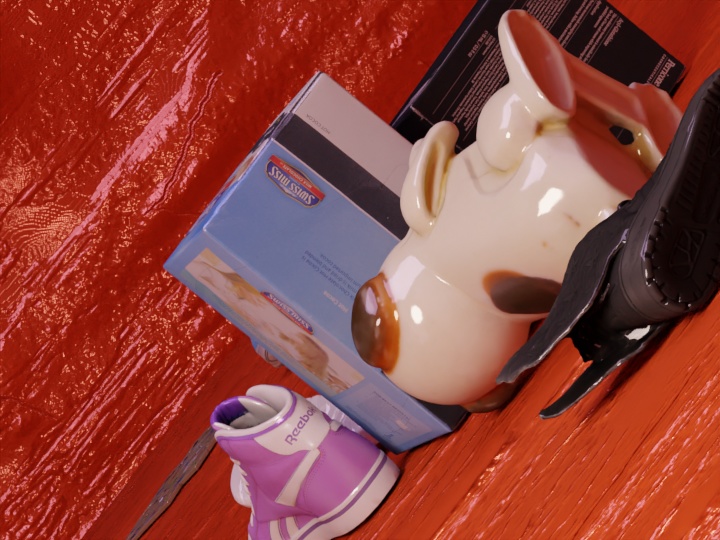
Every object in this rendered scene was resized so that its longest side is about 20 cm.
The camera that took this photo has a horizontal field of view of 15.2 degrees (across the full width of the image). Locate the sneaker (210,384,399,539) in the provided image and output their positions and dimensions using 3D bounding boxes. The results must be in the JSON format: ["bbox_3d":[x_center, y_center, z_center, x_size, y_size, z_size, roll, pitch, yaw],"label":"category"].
[{"bbox_3d":[-0.054,0.127,1.754,0.073,0.114,0.200,-55,5,-29],"label":"sneaker"}]

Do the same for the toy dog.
[{"bbox_3d":[0.087,-0.007,1.501,0.200,0.139,0.195,-46,43,31],"label":"toy dog"}]

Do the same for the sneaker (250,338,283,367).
[{"bbox_3d":[-0.071,0.049,2.732,0.072,0.072,0.200,-51,6,-23],"label":"sneaker"}]

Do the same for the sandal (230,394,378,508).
[{"bbox_3d":[-0.016,0.122,1.857,0.202,0.050,0.083,-29,33,42],"label":"sandal"}]

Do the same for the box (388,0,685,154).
[{"bbox_3d":[0.111,-0.103,1.788,0.200,0.141,0.079,-55,4,-41],"label":"box"}]

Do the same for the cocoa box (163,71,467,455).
[{"bbox_3d":[0.000,0.000,1.678,0.131,0.200,0.133,-53,6,-17],"label":"cocoa box"}]

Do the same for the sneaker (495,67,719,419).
[{"bbox_3d":[0.146,-0.020,1.321,0.200,0.060,0.104,-58,12,-31],"label":"sneaker"}]

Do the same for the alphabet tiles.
[{"bbox_3d":[-0.195,0.222,2.970,0.166,0.006,0.200,-48,6,39],"label":"alphabet tiles"}]
